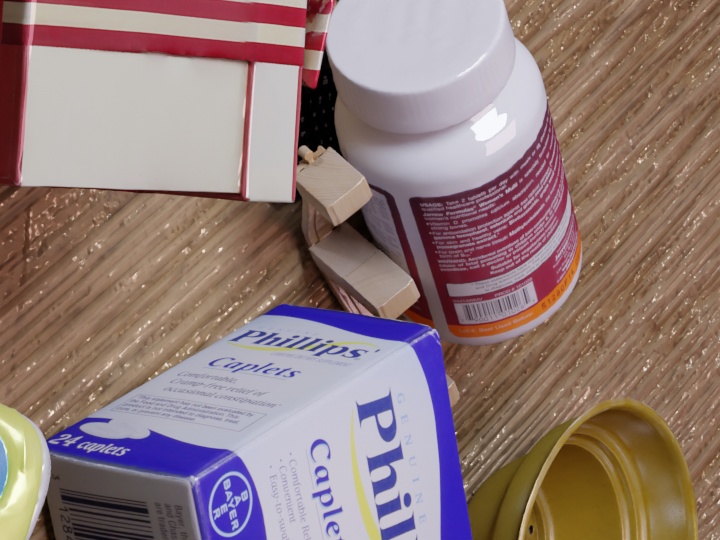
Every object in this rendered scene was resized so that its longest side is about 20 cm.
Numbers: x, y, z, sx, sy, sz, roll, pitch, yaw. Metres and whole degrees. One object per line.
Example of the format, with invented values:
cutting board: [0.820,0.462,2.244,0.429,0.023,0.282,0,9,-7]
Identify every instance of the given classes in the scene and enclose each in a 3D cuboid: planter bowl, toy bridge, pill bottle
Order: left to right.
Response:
toy bridge: [0.000,0.000,1.344,0.027,0.067,0.200,-38,140,-12]
pill bottle: [0.048,-0.060,1.337,0.110,0.109,0.200,-60,151,-29]
planter bowl: [0.111,0.170,1.498,0.200,0.083,0.201,-8,100,-53]

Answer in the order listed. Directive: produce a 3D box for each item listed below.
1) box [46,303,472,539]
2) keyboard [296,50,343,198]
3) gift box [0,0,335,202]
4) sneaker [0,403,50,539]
box: [-0.042,0.138,1.277,0.200,0.105,0.184,-31,118,-48]
keyboard: [0.020,-0.105,1.389,0.200,0.040,0.104,-24,113,-50]
gift box: [-0.118,-0.127,1.087,0.187,0.184,0.201,2,98,-51]
sneaker: [-0.207,0.138,1.100,0.105,0.076,0.200,34,59,-36]
